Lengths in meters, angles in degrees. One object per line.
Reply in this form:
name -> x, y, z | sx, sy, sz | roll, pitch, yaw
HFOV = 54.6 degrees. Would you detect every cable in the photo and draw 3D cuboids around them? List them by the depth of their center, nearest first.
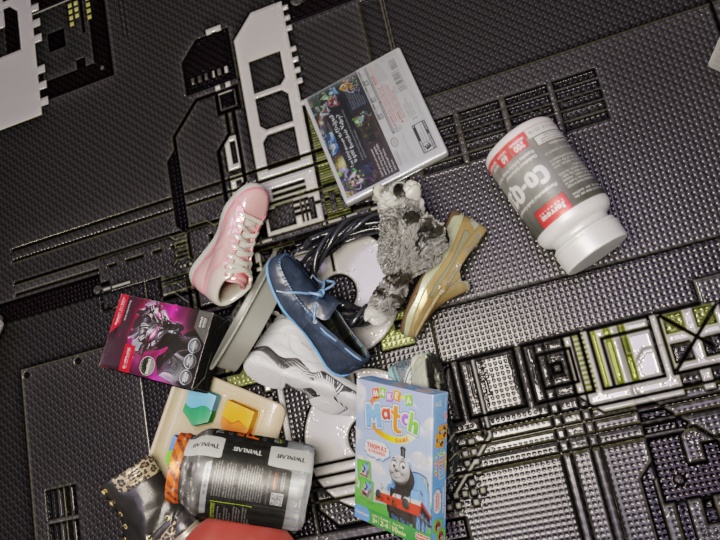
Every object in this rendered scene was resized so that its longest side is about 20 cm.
cable -> 0.000, 0.000, 1.049 | 0.198, 0.051, 0.165 | -20, 69, -4

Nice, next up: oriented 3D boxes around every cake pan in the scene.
cake pan -> -0.161, 0.065, 1.041 | 0.036, 0.200, 0.202 | 29, 89, -9

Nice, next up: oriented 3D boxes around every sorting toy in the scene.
sorting toy -> -0.234, 0.269, 1.097 | 0.198, 0.036, 0.187 | 17, 85, 18

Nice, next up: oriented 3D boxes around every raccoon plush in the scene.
raccoon plush -> 0.033, -0.040, 1.005 | 0.200, 0.097, 0.134 | -49, 40, 3

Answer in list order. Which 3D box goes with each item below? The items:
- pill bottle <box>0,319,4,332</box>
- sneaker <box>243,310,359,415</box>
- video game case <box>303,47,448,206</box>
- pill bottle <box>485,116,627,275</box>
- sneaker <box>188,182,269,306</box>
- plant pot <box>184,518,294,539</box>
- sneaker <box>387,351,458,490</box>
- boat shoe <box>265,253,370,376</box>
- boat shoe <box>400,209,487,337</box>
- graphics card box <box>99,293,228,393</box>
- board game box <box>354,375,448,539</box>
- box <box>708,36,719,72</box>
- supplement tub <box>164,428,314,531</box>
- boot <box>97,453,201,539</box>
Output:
pill bottle -> -0.711, 0.168, 1.216 | 0.113, 0.114, 0.202 | 25, 88, 19
sneaker -> -0.068, 0.134, 1.046 | 0.198, 0.075, 0.116 | 23, 50, -9
video game case -> 0.022, -0.231, 1.120 | 0.180, 0.023, 0.202 | -25, 75, 10
pill bottle -> 0.273, -0.103, 0.973 | 0.113, 0.114, 0.201 | -33, 72, 8
sneaker -> -0.190, -0.033, 1.105 | 0.105, 0.075, 0.201 | 41, 101, 42
plant pot -> -0.184, 0.454, 0.951 | 0.198, 0.177, 0.203 | 0, 90, 3
sneaker -> 0.085, 0.223, 1.003 | 0.086, 0.077, 0.203 | -14, 74, 33
boat shoe -> -0.052, 0.053, 0.981 | 0.068, 0.084, 0.201 | -24, 112, 34
boat shoe -> 0.126, 0.014, 1.024 | 0.075, 0.072, 0.202 | 25, 89, 4
graphics card box -> -0.320, 0.116, 1.128 | 0.198, 0.051, 0.127 | 10, 78, 24
board game box -> 0.053, 0.257, 0.959 | 0.150, 0.036, 0.203 | 2, 91, 48
box -> 0.584, -0.349, 0.932 | 0.112, 0.101, 0.201 | 38, 92, 19
supplement tub -> -0.170, 0.297, 0.999 | 0.197, 0.123, 0.124 | 10, 82, -4
boot -> -0.358, 0.395, 1.078 | 0.199, 0.073, 0.151 | -34, 85, 4
